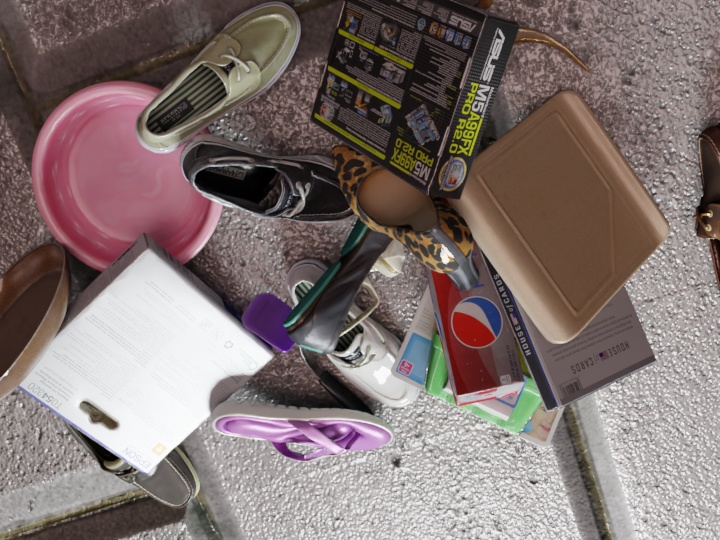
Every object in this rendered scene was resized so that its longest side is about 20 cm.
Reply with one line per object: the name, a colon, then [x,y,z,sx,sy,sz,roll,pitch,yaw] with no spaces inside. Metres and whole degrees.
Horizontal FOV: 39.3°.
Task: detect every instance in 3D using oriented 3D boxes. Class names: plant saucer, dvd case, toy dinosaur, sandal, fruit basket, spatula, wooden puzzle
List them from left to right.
plant saucer: [-0.357,0.062,1.030,0.200,0.201,0.032,-42,124,15]
plant saucer: [-0.235,-0.095,1.038,0.197,0.051,0.204,1,107,3]
sandal: [-0.064,0.184,1.098,0.199,0.050,0.083,7,147,-5]
spatula: [-0.049,0.103,1.099,0.020,0.057,0.200,-24,116,42]
toy dinosaur: [0.117,-0.227,0.982,0.197,0.061,0.107,-12,131,12]
fruit basket: [0.150,0.056,1.042,0.183,0.094,0.202,25,98,4]
wooden puzzle: [0.191,-0.055,0.970,0.199,0.037,0.186,-38,93,-31]
dvd case: [0.197,0.018,0.978,0.025,0.149,0.203,-31,78,54]

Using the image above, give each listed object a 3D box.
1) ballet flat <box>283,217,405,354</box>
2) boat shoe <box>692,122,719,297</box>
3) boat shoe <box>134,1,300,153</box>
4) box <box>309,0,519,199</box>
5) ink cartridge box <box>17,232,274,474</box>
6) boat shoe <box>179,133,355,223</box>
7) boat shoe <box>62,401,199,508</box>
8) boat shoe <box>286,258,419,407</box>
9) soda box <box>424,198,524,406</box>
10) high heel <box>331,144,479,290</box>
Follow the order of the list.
ballet flat: [0.000,0.000,1.016,0.073,0.073,0.201,37,72,-9]
boat shoe: [0.371,-0.046,1.008,0.069,0.070,0.202,-22,105,6]
boat shoe: [-0.131,-0.184,0.967,0.200,0.062,0.072,-45,103,-9]
box: [0.042,-0.178,0.928,0.044,0.200,0.162,2,114,-39]
ink cartridge box: [-0.225,0.092,1.056,0.200,0.043,0.196,-41,124,6]
boat shoe: [-0.079,-0.081,0.995,0.198,0.068,0.072,15,113,-27]
boat shoe: [-0.265,0.201,1.126,0.072,0.066,0.201,-40,102,13]
boat shoe: [-0.012,0.079,1.072,0.073,0.067,0.200,-41,101,15]
soda box: [0.104,0.025,0.987,0.069,0.063,0.203,-11,73,1]
high heel: [0.031,-0.070,0.915,0.071,0.143,0.200,-45,70,-1]
